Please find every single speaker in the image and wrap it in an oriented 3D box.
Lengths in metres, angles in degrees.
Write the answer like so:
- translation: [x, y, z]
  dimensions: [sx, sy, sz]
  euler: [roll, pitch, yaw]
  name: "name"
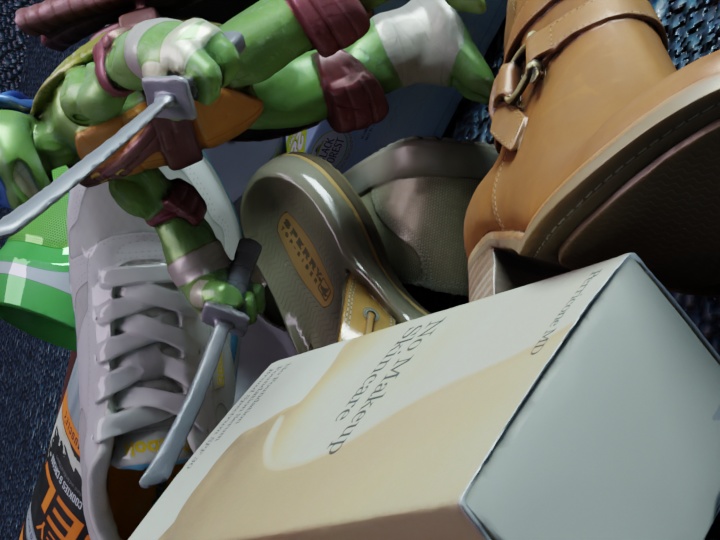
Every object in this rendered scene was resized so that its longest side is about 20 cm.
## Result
- translation: [-0.136, -0.059, 1.028]
  dimensions: [0.202, 0.088, 0.088]
  euler: [-70, 15, -15]
  name: "speaker"

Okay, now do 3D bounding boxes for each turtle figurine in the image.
- translation: [-0.036, -0.037, 0.659]
  dimensions: [0.145, 0.193, 0.200]
  euler: [66, 173, -30]
  name: "turtle figurine"

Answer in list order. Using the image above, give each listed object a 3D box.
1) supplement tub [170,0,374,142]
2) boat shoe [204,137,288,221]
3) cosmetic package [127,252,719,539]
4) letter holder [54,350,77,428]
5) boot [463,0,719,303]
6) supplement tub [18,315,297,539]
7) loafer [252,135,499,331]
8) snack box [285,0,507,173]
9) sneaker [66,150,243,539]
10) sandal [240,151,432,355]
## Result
- translation: [-0.052, -0.160, 0.809]
  dimensions: [0.107, 0.106, 0.201]
  euler: [119, 154, -44]
  name: "supplement tub"
- translation: [-0.058, -0.031, 0.921]
  dimensions: [0.201, 0.070, 0.092]
  euler: [-52, -36, -47]
  name: "boat shoe"
- translation: [0.017, 0.070, 0.577]
  dimensions: [0.199, 0.071, 0.105]
  euler: [-21, 25, 53]
  name: "cosmetic package"
- translation: [-0.122, 0.024, 1.133]
  dimensions: [0.142, 0.100, 0.202]
  euler: [144, 139, -69]
  name: "letter holder"
- translation: [0.083, -0.059, 0.597]
  dimensions: [0.200, 0.073, 0.156]
  euler: [132, 149, -55]
  name: "boot"
- translation: [-0.102, 0.114, 0.935]
  dimensions: [0.123, 0.121, 0.201]
  euler: [-102, 28, -53]
  name: "supplement tub"
- translation: [0.000, 0.000, 0.810]
  dimensions: [0.200, 0.075, 0.069]
  euler: [145, 130, -62]
  name: "loafer"
- translation: [0.015, -0.162, 0.884]
  dimensions: [0.201, 0.067, 0.169]
  euler: [-98, 26, -43]
  name: "snack box"
- translation: [-0.082, 0.038, 0.762]
  dimensions: [0.081, 0.076, 0.202]
  euler: [-105, 10, -72]
  name: "sneaker"
- translation: [-0.002, 0.035, 0.723]
  dimensions: [0.201, 0.054, 0.081]
  euler: [55, 133, 27]
  name: "sandal"
